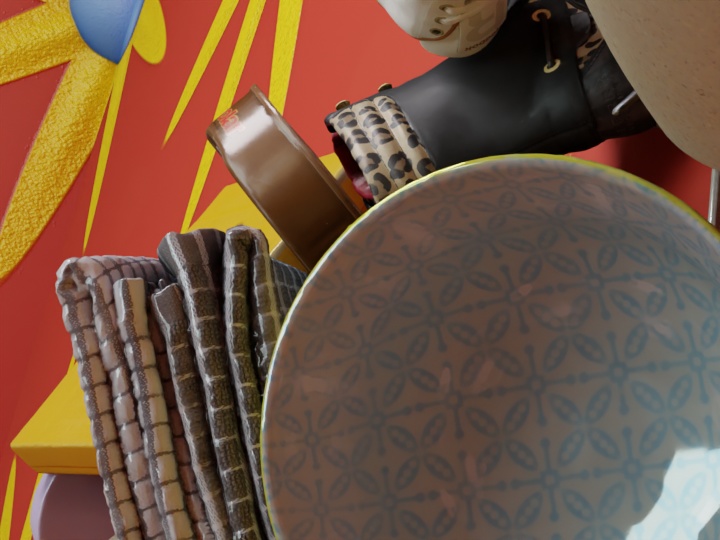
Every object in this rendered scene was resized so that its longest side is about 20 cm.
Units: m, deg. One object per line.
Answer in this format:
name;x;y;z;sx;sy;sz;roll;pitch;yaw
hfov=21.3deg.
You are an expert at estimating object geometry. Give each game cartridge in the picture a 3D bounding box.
game cartridge;-0.086;0.025;0.998;0.200;0.032;0.176;-53;18;-21

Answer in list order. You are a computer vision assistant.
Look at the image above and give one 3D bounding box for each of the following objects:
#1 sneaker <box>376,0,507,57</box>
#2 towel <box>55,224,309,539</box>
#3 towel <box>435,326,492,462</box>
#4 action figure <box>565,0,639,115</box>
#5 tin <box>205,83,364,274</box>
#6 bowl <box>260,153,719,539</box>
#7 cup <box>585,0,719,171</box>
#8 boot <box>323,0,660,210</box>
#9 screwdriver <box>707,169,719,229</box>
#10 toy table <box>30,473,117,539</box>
sneaker;0.050;-0.133;0.797;0.073;0.085;0.200;-30;14;-9
towel;-0.041;0.081;0.816;0.166;0.085;0.200;20;-125;-74
towel;0.058;0.062;0.819;0.147;0.022;0.200;8;-79;-70
action figure;0.141;-0.147;0.731;0.102;0.119;0.200;122;165;-56
tin;0.000;0.000;0.884;0.042;0.200;0.112;-38;24;4
bowl;0.076;0.062;0.692;0.108;0.200;0.200;8;-78;-63
cup;0.144;-0.110;0.587;0.200;0.200;0.143;-99;6;-59
boot;0.057;-0.086;0.892;0.150;0.073;0.200;-27;28;-1
screwdriver;0.147;-0.086;0.783;0.028;0.029;0.200;135;154;-59
toy table;-0.070;0.128;1.033;0.117;0.200;0.184;26;140;67
